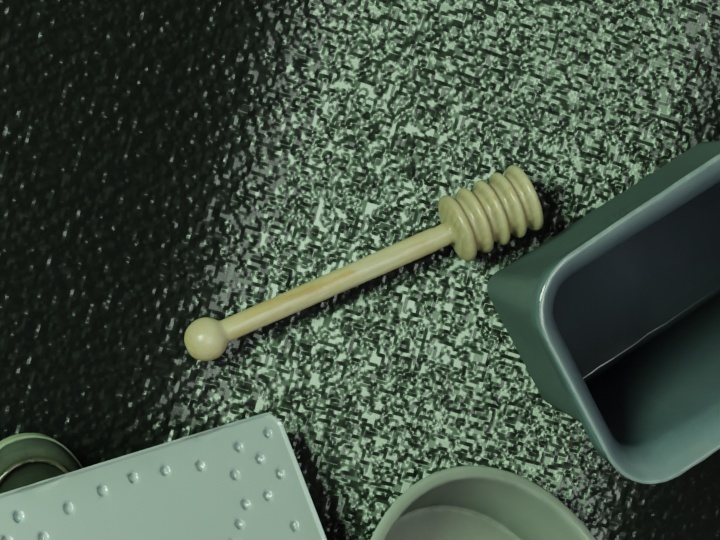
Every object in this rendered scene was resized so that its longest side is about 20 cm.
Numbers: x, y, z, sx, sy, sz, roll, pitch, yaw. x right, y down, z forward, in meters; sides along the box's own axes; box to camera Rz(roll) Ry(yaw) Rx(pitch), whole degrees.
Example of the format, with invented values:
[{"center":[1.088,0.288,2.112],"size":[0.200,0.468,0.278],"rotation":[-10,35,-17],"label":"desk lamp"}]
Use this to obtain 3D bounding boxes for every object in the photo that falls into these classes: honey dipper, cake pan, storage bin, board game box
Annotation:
[{"center":[0.000,0.000,1.104],"size":[0.199,0.038,0.038],"rotation":[-24,101,-11],"label":"honey dipper"},{"center":[0.066,0.202,1.090],"size":[0.199,0.037,0.202],"rotation":[18,59,-34],"label":"cake pan"},{"center":[0.171,0.013,1.105],"size":[0.199,0.134,0.146],"rotation":[-32,103,-13],"label":"storage bin"},{"center":[-0.084,0.186,1.014],"size":[0.199,0.026,0.201],"rotation":[-14,80,-43],"label":"board game box"}]

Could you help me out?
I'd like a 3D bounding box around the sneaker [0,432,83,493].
[{"center":[-0.143,0.183,1.029],"size":[0.074,0.106,0.202],"rotation":[-8,97,-17],"label":"sneaker"}]
